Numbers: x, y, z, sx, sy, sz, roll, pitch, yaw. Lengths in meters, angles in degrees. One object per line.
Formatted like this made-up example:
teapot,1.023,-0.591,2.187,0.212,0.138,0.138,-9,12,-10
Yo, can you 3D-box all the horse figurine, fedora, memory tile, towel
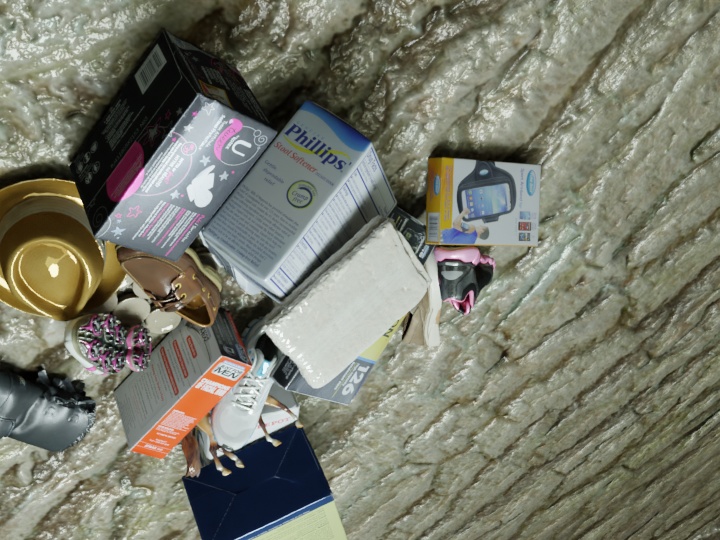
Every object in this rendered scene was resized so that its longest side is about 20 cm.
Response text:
horse figurine,-0.180,0.211,1.301,0.199,0.133,0.050,-30,166,-27
fedora,-0.356,-0.007,1.050,0.199,0.082,0.201,-10,129,-12
memory tile,-0.292,0.008,1.170,0.199,0.017,0.153,20,118,-41
towel,-0.013,0.037,1.074,0.200,0.034,0.133,-41,130,-6

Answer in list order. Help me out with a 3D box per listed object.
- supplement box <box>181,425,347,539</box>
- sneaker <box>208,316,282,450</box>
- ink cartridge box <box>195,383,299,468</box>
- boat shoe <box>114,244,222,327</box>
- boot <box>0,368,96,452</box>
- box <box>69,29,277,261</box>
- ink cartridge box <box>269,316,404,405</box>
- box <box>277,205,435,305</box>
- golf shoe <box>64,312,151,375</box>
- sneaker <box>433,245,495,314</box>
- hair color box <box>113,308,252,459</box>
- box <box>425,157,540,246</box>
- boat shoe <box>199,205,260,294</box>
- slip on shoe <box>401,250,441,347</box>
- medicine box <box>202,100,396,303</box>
supplement box,-0.140,0.375,1.396,0.199,0.135,0.200,-23,141,-9
sneaker,-0.152,0.149,1.257,0.075,0.201,0.087,22,159,-16
ink cartridge box,-0.182,0.263,1.427,0.145,0.088,0.201,-11,137,-21
boat shoe,-0.227,0.016,1.112,0.072,0.068,0.200,-15,156,15
boot,-0.470,0.214,1.229,0.198,0.073,0.162,-44,140,14
box,-0.208,-0.132,0.995,0.114,0.132,0.200,21,118,-45
ink cartridge box,0.001,0.081,1.184,0.200,0.047,0.198,24,100,-52
box,0.000,0.000,1.241,0.160,0.043,0.201,29,90,-37
golf shoe,-0.333,0.095,1.134,0.091,0.073,0.200,1,169,6
sneaker,0.152,0.019,1.339,0.079,0.096,0.200,-3,173,20
hair color box,-0.250,0.153,1.263,0.200,0.111,0.064,-45,137,17
box,0.185,-0.095,1.284,0.199,0.041,0.120,0,94,-28
boat shoe,-0.162,-0.030,1.171,0.072,0.068,0.200,-55,161,-9
slip on shoe,0.091,0.042,1.390,0.060,0.076,0.201,-2,138,2
medicine box,-0.064,-0.065,1.082,0.200,0.103,0.182,-53,161,-7
